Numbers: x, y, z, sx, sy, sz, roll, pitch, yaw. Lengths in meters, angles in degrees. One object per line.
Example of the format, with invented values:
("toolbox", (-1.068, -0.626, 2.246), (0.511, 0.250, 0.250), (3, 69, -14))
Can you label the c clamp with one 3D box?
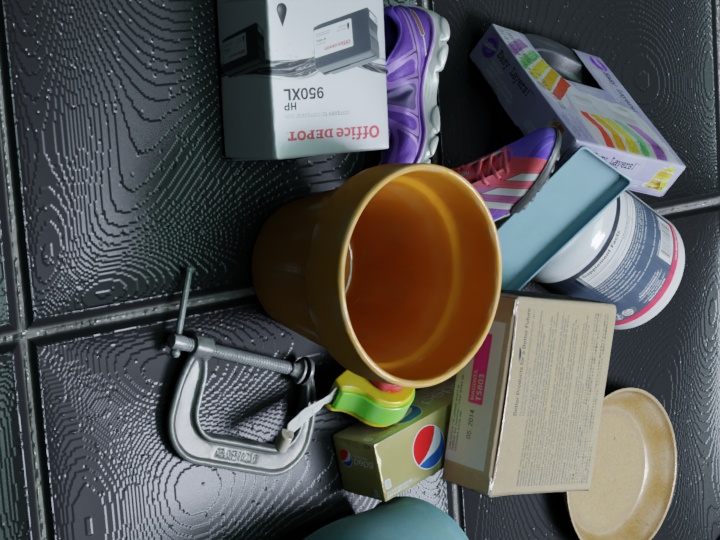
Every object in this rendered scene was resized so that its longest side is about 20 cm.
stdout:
("c clamp", (-0.109, 0.107, 1.507), (0.199, 0.027, 0.172), (24, 79, -40))

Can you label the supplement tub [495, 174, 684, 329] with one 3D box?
("supplement tub", (0.246, -0.034, 1.730), (0.199, 0.140, 0.141), (31, 74, -37))

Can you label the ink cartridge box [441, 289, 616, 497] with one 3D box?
("ink cartridge box", (0.174, 0.124, 1.631), (0.164, 0.075, 0.202), (6, 94, -42))

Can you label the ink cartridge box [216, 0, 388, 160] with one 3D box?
("ink cartridge box", (-0.053, -0.207, 1.494), (0.144, 0.084, 0.202), (-9, 100, -40))

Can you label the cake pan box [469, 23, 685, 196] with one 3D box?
("cake pan box", (0.228, -0.171, 1.689), (0.183, 0.201, 0.052), (12, 127, -41))

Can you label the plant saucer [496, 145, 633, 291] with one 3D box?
("plant saucer", (0.182, -0.046, 1.605), (0.070, 0.200, 0.019), (31, 31, -22))

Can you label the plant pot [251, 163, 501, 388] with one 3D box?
("plant pot", (0.000, 0.000, 1.491), (0.199, 0.182, 0.202), (-3, 95, -40))

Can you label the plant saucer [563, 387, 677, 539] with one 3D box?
("plant saucer", (0.296, 0.236, 1.865), (0.199, 0.035, 0.202), (-4, 96, -41))

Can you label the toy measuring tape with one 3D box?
("toy measuring tape", (-0.001, 0.136, 1.557), (0.200, 0.073, 0.074), (-37, 117, -47))

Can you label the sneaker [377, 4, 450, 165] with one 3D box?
("sneaker", (0.031, -0.168, 1.592), (0.083, 0.080, 0.202), (11, 79, -24))

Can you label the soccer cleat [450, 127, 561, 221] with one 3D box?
("soccer cleat", (0.121, -0.084, 1.592), (0.073, 0.200, 0.069), (31, 43, -19))

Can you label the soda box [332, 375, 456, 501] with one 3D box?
("soda box", (0.069, 0.165, 1.640), (0.199, 0.067, 0.065), (-25, 110, -37))

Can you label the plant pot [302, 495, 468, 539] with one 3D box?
("plant pot", (0.016, 0.320, 1.535), (0.188, 0.199, 0.202), (-35, 116, -49))
